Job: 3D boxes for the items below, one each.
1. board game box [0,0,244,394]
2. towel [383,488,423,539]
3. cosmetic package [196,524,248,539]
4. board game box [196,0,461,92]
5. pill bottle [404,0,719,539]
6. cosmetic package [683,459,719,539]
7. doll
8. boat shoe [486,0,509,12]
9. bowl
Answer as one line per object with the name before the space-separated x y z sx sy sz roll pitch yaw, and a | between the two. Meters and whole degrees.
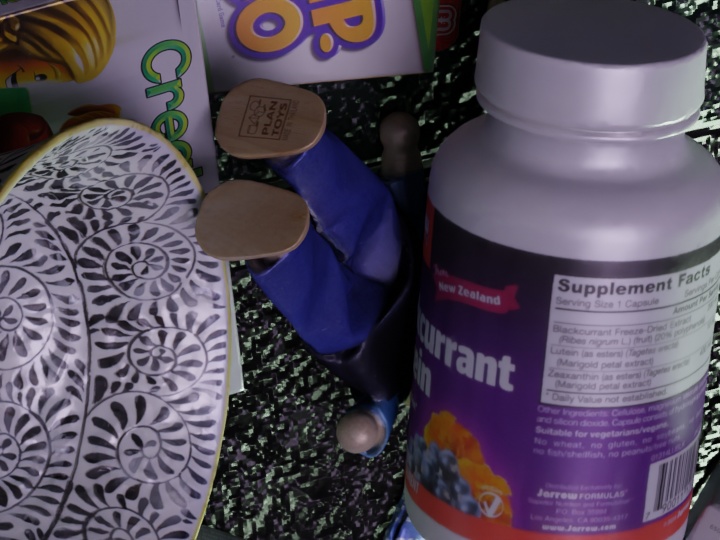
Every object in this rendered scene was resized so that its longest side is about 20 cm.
board game box | -0.114 -0.020 0.955 0.126 0.035 0.201 -17 132 -14
towel | 0.054 0.176 1.168 0.144 0.024 0.201 9 111 -30
cosmetic package | -0.119 0.193 1.059 0.107 0.090 0.201 25 101 -32
board game box | -0.047 -0.113 0.965 0.199 0.030 0.096 -8 120 -24
pill bottle | 0.077 0.006 0.974 0.111 0.111 0.201 -6 115 -23
cosmetic package | 0.161 0.143 1.089 0.085 0.200 0.108 28 100 9
doll | 0.000 0.000 0.997 0.200 0.048 0.137 53 43 -58
boat shoe | 0.102 -0.037 1.051 0.071 0.066 0.202 -23 124 -13
bowl | -0.131 0.043 0.887 0.201 0.094 0.202 9 90 -66
